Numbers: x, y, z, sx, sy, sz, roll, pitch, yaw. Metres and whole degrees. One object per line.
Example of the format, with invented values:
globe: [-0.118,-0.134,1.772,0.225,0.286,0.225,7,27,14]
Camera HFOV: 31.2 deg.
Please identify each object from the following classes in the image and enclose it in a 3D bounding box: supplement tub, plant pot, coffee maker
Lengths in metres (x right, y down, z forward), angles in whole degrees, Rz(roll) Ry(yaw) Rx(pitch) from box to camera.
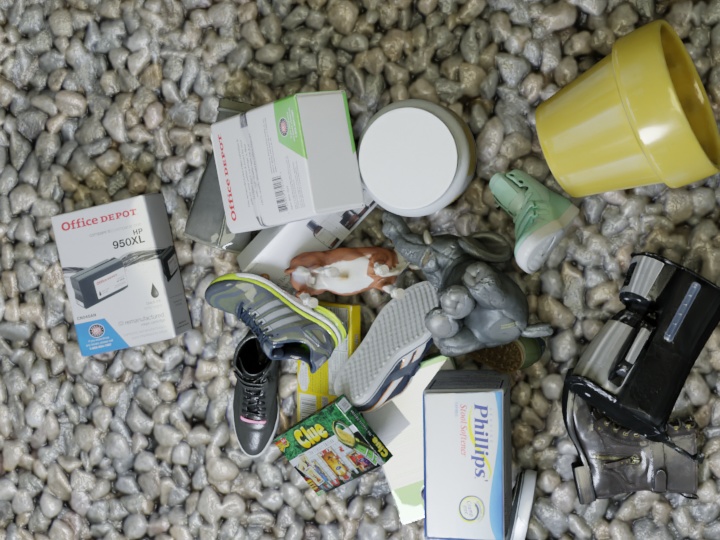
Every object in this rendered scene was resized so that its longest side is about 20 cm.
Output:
supplement tub: [0.072,-0.145,1.652,0.143,0.200,0.147,1,95,9]
plant pot: [0.330,-0.184,1.619,0.187,0.200,0.203,-22,92,25]
coffee maker: [0.385,0.106,1.647,0.191,0.134,0.201,35,81,-19]

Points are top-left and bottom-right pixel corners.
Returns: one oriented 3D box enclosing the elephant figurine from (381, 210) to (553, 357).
elephant figurine: [0.130,0.003,1.633,0.140,0.201,0.156,-28,126,9]

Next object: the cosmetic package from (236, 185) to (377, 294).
cosmetic package: [-0.070,-0.056,1.744,0.082,0.051,0.200,38,102,-26]

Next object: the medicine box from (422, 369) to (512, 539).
medicine box: [0.138,0.227,1.628,0.102,0.200,0.185,-1,92,10]

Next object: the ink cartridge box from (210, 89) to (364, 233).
ink cartridge box: [-0.095,-0.134,1.620,0.199,0.083,0.147,-8,93,53]

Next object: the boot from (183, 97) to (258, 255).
boot: [-0.143,-0.120,1.757,0.180,0.072,0.202,14,91,21]

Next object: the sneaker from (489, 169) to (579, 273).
sneaker: [0.201,-0.067,1.645,0.118,0.200,0.074,35,115,8]

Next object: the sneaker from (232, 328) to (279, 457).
sneaker: [-0.149,0.165,1.770,0.070,0.099,0.203,9,97,7]

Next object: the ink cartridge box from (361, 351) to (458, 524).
ink cartridge box: [0.090,0.226,1.762,0.144,0.048,0.202,-20,91,10]

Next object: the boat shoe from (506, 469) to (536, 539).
boat shoe: [0.194,0.363,1.750,0.056,0.069,0.202,15,100,8]

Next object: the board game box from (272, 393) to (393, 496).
board game box: [-0.040,0.238,1.730,0.105,0.023,0.200,52,145,0]

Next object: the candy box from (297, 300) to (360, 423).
candy box: [-0.044,0.143,1.767,0.101,0.026,0.203,5,98,38]

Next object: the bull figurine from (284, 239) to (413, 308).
bull figurine: [0.000,0.000,1.702,0.197,0.121,0.066,-10,106,-6]

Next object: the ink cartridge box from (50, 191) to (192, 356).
ink cartridge box: [-0.332,0.004,1.793,0.143,0.084,0.202,-12,93,10]

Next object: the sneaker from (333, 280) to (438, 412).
sneaker: [0.047,0.103,1.712,0.200,0.079,0.078,-47,60,-4]

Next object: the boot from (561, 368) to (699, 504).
boot: [0.362,0.216,1.716,0.172,0.069,0.203,-10,98,5]

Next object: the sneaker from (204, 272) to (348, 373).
sneaker: [-0.119,0.068,1.700,0.198,0.081,0.074,21,143,11]

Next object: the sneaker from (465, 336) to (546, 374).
sneaker: [0.161,0.075,1.727,0.199,0.089,0.068,31,116,35]
